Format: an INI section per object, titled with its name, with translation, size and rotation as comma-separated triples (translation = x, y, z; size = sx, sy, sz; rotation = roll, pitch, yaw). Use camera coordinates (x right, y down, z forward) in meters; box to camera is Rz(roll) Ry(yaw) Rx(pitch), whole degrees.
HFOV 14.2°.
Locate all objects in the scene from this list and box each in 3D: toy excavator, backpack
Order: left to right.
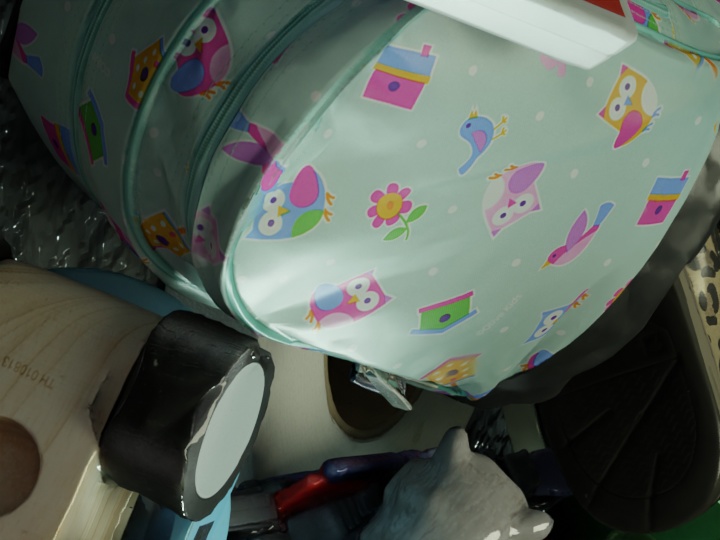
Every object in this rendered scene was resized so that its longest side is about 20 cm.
[toy excavator]
translation = -0.086, 0.104, 0.764
size = 0.200, 0.100, 0.195
rotation = 60, 52, -70
[backpack]
translation = 0.011, -0.047, 0.747
size = 0.200, 0.127, 0.167
rotation = 19, 105, -49

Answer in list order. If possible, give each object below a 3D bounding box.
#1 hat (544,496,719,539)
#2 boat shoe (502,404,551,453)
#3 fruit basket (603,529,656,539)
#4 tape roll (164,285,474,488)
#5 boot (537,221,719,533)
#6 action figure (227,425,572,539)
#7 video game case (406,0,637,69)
[hat]
translation = 0.083, 0.062, 1.101
size = 0.176, 0.200, 0.166
rotation = 35, 99, -33
[boat shoe]
translation = 0.098, 0.010, 1.083
size = 0.200, 0.062, 0.075
rotation = -59, 137, -63
[fruit basket]
translation = 0.100, 0.150, 0.894
size = 0.094, 0.200, 0.185
rotation = 48, 60, -14
[tape roll]
translation = 0.000, 0.000, 0.938
size = 0.203, 0.037, 0.203
rotation = -46, 145, -47
[boot]
translation = 0.099, -0.016, 0.943
size = 0.151, 0.073, 0.200
rotation = 6, 68, -64
[action figure]
translation = 0.004, 0.119, 0.874
size = 0.200, 0.105, 0.194
rotation = -10, 144, -41
[video game case]
translation = -0.012, -0.147, 0.644
size = 0.143, 0.017, 0.200
rotation = 15, 50, -52
